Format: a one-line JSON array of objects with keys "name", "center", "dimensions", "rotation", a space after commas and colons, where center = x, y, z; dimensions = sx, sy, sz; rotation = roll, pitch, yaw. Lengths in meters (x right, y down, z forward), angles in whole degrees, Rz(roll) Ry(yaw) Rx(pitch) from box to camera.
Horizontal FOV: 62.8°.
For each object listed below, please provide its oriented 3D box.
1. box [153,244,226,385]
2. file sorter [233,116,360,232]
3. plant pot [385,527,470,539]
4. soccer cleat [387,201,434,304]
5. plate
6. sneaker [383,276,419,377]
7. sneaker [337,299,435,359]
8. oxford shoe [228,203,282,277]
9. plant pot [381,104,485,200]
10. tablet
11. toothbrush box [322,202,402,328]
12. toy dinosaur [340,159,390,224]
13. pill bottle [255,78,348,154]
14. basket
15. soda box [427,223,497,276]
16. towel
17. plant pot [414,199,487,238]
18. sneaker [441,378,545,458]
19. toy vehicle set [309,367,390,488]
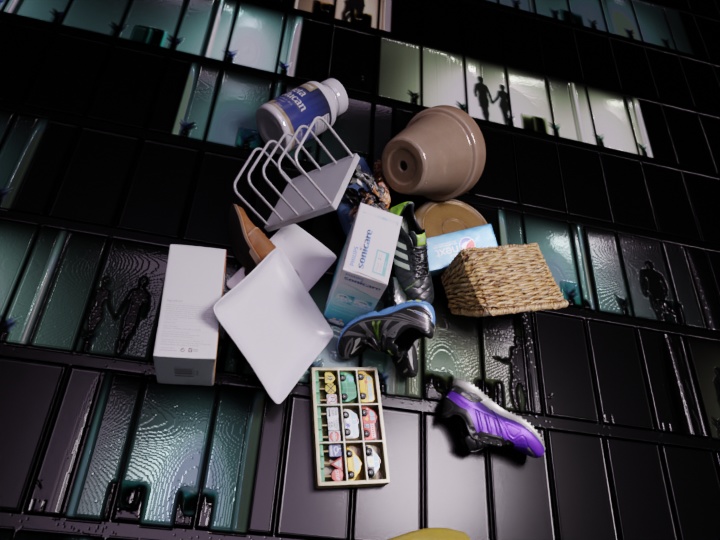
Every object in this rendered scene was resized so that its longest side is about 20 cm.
[{"name": "box", "center": [-0.286, 0.076, 1.001], "dimensions": [0.096, 0.125, 0.203], "rotation": [5, 60, -13]}, {"name": "file sorter", "center": [-0.129, -0.185, 1.133], "dimensions": [0.125, 0.198, 0.140], "rotation": [46, 50, -30]}, {"name": "plant pot", "center": [0.078, 0.476, 0.839], "dimensions": [0.197, 0.196, 0.196], "rotation": [-10, 63, -30]}, {"name": "soccer cleat", "center": [0.098, -0.030, 1.109], "dimensions": [0.067, 0.081, 0.203], "rotation": [-12, 79, -32]}, {"name": "plate", "center": [-0.150, 0.092, 1.020], "dimensions": [0.201, 0.032, 0.200], "rotation": [60, 39, -17]}, {"name": "sneaker", "center": [0.094, 0.104, 1.122], "dimensions": [0.078, 0.074, 0.203], "rotation": [6, 59, -17]}, {"name": "sneaker", "center": [0.041, 0.117, 1.040], "dimensions": [0.197, 0.071, 0.084], "rotation": [-23, 54, 24]}, {"name": "oxford shoe", "center": [-0.202, -0.049, 1.130], "dimensions": [0.070, 0.072, 0.201], "rotation": [-9, 54, -33]}, {"name": "plant pot", "center": [0.133, -0.233, 1.227], "dimensions": [0.174, 0.201, 0.201], "rotation": [-24, 68, -46]}, {"name": "tablet", "center": [-0.150, 0.000, 1.150], "dimensions": [0.129, 0.014, 0.200], "rotation": [36, 58, 7]}, {"name": "toothbrush box", "center": [0.000, 0.000, 1.079], "dimensions": [0.084, 0.201, 0.148], "rotation": [17, 56, -4]}, {"name": "toy dinosaur", "center": [0.013, -0.143, 1.188], "dimensions": [0.135, 0.102, 0.201], "rotation": [31, 31, -23]}, {"name": "pill bottle", "center": [-0.123, -0.348, 1.301], "dimensions": [0.111, 0.111, 0.199], "rotation": [45, 59, 13]}, {"name": "basket", "center": [0.272, 0.048, 1.158], "dimensions": [0.197, 0.143, 0.151], "rotation": [-5, 59, -24]}, {"name": "soda box", "center": [0.176, -0.034, 1.200], "dimensions": [0.197, 0.064, 0.069], "rotation": [-13, 77, -8]}, {"name": "towel", "center": [-0.006, -0.144, 1.252], "dimensions": [0.110, 0.049, 0.202], "rotation": [-12, 65, -21]}, {"name": "plant pot", "center": [0.204, -0.080, 1.286], "dimensions": [0.197, 0.028, 0.203], "rotation": [7, 59, -12]}, {"name": "sneaker", "center": [0.229, 0.291, 1.058], "dimensions": [0.199, 0.070, 0.100], "rotation": [34, 64, 10]}, {"name": "toy vehicle set", "center": [-0.022, 0.267, 1.020], "dimensions": [0.122, 0.027, 0.203], "rotation": [1, 60, -14]}]
